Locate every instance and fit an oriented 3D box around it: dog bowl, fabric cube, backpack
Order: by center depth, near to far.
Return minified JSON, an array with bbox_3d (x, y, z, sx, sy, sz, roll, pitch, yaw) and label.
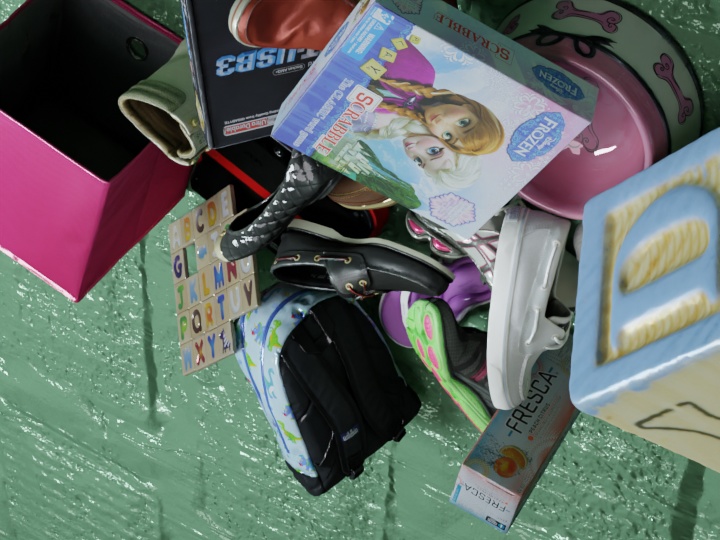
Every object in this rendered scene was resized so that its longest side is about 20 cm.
[{"bbox_3d":[0.181,-0.129,1.398,0.199,0.074,0.201,21,137,21],"label":"dog bowl"},{"bbox_3d":[-0.283,-0.133,1.661,0.196,0.200,0.200,33,142,8],"label":"fabric cube"},{"bbox_3d":[-0.045,0.102,1.721,0.154,0.163,0.200,38,160,37],"label":"backpack"}]

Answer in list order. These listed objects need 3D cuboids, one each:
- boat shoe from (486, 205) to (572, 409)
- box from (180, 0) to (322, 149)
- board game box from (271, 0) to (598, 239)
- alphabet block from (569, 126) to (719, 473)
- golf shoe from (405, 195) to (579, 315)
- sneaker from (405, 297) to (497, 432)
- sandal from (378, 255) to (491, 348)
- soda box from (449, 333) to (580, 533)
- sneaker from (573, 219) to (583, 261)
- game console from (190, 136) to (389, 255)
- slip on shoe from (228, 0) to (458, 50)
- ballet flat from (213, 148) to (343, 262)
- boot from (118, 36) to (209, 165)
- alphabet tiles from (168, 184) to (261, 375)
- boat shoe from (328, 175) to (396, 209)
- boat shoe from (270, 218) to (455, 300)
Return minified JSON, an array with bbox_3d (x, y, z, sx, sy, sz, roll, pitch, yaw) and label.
[{"bbox_3d":[0.153,0.038,1.478,0.068,0.072,0.201,9,114,13],"label":"boat shoe"},{"bbox_3d":[-0.051,-0.215,1.422,0.050,0.199,0.199,-117,17,-48],"label":"box"},{"bbox_3d":[0.056,-0.128,1.361,0.199,0.041,0.200,26,143,-13],"label":"board game box"},{"bbox_3d":[0.302,0.030,1.305,0.199,0.197,0.195,25,148,-26],"label":"alphabet block"},{"bbox_3d":[0.134,-0.029,1.528,0.199,0.077,0.088,29,134,14],"label":"golf shoe"},{"bbox_3d":[0.108,0.081,1.632,0.077,0.084,0.200,47,176,45],"label":"sneaker"},{"bbox_3d":[0.072,0.030,1.649,0.082,0.050,0.203,44,141,-5],"label":"sandal"},{"bbox_3d":[0.159,0.146,1.571,0.063,0.200,0.069,28,141,13],"label":"soda box"},{"bbox_3d":[0.237,0.040,1.470,0.078,0.100,0.200,-3,135,39],"label":"sneaker"},{"bbox_3d":[-0.074,-0.078,1.686,0.200,0.031,0.177,38,147,4],"label":"game console"},{"bbox_3d":[-0.009,-0.207,1.371,0.199,0.061,0.074,-2,130,-18],"label":"slip on shoe"},{"bbox_3d":[-0.084,-0.068,1.577,0.057,0.067,0.200,38,135,-14],"label":"ballet flat"},{"bbox_3d":[-0.104,-0.148,1.538,0.199,0.155,0.072,29,140,15],"label":"boot"},{"bbox_3d":[-0.152,0.010,1.731,0.200,0.008,0.168,-26,68,59],"label":"alphabet tiles"},{"bbox_3d":[0.029,-0.107,1.520,0.067,0.072,0.200,13,160,-40],"label":"boat shoe"},{"bbox_3d":[0.001,0.001,1.607,0.201,0.063,0.074,12,160,36],"label":"boat shoe"}]
